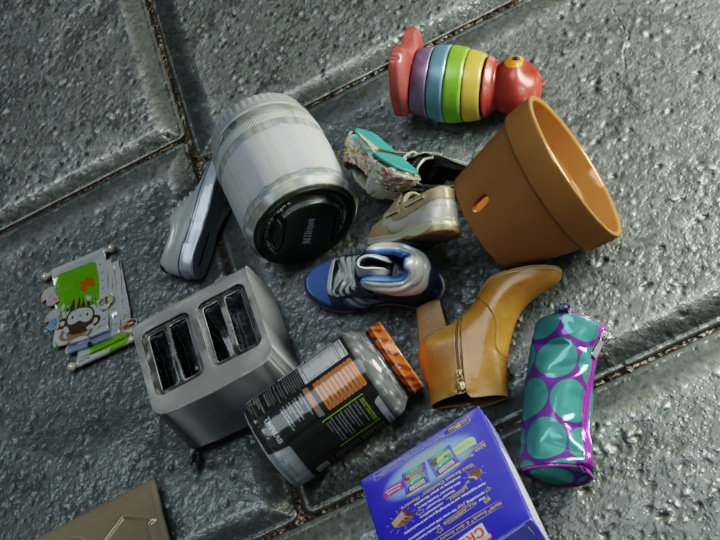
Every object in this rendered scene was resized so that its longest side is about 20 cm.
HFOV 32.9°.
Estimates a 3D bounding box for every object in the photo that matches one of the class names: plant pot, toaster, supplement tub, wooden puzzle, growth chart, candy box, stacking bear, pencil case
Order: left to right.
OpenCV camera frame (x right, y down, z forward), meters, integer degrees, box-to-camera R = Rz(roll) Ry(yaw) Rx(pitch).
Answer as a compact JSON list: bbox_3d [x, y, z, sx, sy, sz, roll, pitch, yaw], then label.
[{"bbox_3d":[-0.392,0.053,1.754,0.144,0.018,0.201,-29,53,5],"label":"growth chart"},{"bbox_3d":[-0.309,0.381,1.510,0.184,0.046,0.201,-27,50,5],"label":"wooden puzzle"},{"bbox_3d":[-0.182,0.118,1.563,0.180,0.119,0.201,-27,53,7],"label":"toaster"},{"bbox_3d":[-0.031,0.158,1.476,0.199,0.123,0.123,-34,54,-1],"label":"supplement tub"},{"bbox_3d":[0.103,0.271,1.335,0.169,0.077,0.200,-33,30,8],"label":"candy box"},{"bbox_3d":[0.149,-0.255,1.659,0.199,0.114,0.122,8,34,15],"label":"stacking bear"},{"bbox_3d":[0.209,-0.092,1.497,0.140,0.200,0.201,-34,52,21],"label":"plant pot"},{"bbox_3d":[0.234,0.145,1.397,0.092,0.085,0.201,-11,56,37],"label":"pencil case"}]

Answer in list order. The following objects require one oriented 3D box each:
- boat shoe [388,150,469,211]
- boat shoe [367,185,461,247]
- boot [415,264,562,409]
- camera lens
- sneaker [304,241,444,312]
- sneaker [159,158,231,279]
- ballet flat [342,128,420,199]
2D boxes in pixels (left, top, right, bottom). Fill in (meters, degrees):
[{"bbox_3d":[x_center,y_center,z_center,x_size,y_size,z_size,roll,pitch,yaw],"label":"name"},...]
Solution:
[{"bbox_3d":[0.082,-0.133,1.638,0.199,0.064,0.071,13,66,29],"label":"boat shoe"},{"bbox_3d":[0.069,-0.066,1.546,0.200,0.073,0.070,-12,74,62],"label":"boat shoe"},{"bbox_3d":[0.166,0.086,1.479,0.200,0.071,0.145,-21,61,14],"label":"boot"},{"bbox_3d":[-0.105,-0.122,1.650,0.159,0.160,0.201,-31,54,3],"label":"camera lens"},{"bbox_3d":[0.000,0.000,1.537,0.199,0.146,0.081,3,74,21],"label":"sneaker"},{"bbox_3d":[-0.235,-0.084,1.735,0.070,0.073,0.201,8,65,23],"label":"sneaker"},{"bbox_3d":[0.026,-0.129,1.586,0.200,0.075,0.064,-126,54,-64],"label":"ballet flat"}]
